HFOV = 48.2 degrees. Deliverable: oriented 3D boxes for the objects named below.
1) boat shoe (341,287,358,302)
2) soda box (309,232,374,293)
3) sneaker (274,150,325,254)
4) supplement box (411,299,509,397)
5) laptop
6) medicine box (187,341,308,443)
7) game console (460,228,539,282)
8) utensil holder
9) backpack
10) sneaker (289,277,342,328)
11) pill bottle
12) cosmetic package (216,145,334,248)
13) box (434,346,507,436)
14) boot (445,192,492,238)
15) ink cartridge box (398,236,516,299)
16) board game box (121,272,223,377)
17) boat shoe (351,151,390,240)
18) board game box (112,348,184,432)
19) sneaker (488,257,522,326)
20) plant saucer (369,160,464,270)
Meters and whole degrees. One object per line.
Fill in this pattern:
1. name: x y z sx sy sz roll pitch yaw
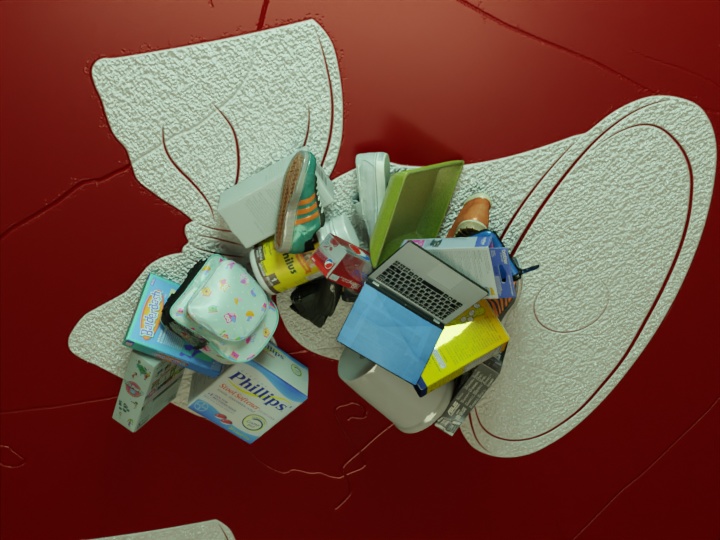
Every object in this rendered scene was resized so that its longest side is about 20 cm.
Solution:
1. boat shoe: 0.052 0.045 1.651 0.199 0.075 0.063 6 112 0
2. soda box: 0.000 0.000 1.516 0.063 0.070 0.200 -51 139 11
3. sneaker: -0.099 -0.121 1.450 0.080 0.071 0.201 1 122 -25
4. supplement box: 0.176 0.148 1.578 0.199 0.110 0.109 -28 164 -6
5. laptop: 0.094 0.081 1.449 0.187 0.116 0.200 31 133 -20
6. medicine box: -0.245 0.254 1.766 0.182 0.103 0.200 38 116 -26
7. game console: 0.216 -0.011 1.552 0.199 0.118 0.171 -21 116 32
8. utensil holder: 0.073 0.226 1.727 0.170 0.170 0.200 -38 118 21
9. backpack: -0.260 0.085 1.576 0.200 0.176 0.153 44 151 -20
10. sneaker: -0.092 0.055 1.619 0.090 0.076 0.200 23 149 -8
11. pill bottle: -0.107 -0.036 1.565 0.199 0.109 0.109 -23 124 12
12. cosmetic package: -0.158 -0.137 1.514 0.199 0.071 0.102 -26 122 14
13. box: 0.243 0.241 1.750 0.050 0.158 0.200 32 121 2
14. boot: 0.207 -0.071 1.584 0.075 0.108 0.200 20 150 -6
15. ink cartridge box: 0.180 -0.003 1.468 0.199 0.042 0.120 0 127 24
16. board game box: -0.360 0.111 1.629 0.199 0.153 0.045 24 151 -19
17. boat shoe: 0.019 -0.136 1.536 0.071 0.070 0.202 7 126 12
18. board game box: -0.435 0.223 1.702 0.064 0.148 0.200 31 122 10
19. sneaker: 0.262 0.055 1.672 0.111 0.078 0.201 8 124 -10
20. plant saucer: 0.094 -0.114 1.501 0.048 0.199 0.201 33 121 27
